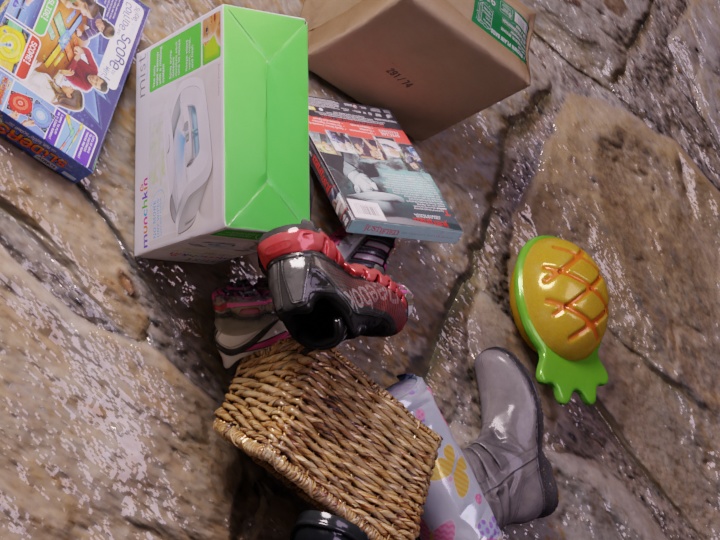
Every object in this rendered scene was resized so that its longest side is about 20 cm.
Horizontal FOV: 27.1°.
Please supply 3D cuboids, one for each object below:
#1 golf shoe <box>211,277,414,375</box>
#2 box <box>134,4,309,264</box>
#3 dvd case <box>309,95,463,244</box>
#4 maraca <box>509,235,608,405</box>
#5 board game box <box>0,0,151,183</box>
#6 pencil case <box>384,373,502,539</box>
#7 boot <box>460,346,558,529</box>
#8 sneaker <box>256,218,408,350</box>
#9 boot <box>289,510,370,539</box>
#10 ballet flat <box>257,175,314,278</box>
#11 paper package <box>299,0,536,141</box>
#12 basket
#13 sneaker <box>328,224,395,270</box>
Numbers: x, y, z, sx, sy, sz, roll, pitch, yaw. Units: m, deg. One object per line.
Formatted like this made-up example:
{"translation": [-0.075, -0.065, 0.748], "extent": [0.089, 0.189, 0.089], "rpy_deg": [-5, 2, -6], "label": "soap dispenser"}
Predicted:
{"translation": [-0.045, 0.051, 1.447], "extent": [0.197, 0.073, 0.093], "rpy_deg": [-5, 105, -9], "label": "golf shoe"}
{"translation": [-0.129, -0.119, 1.376], "extent": [0.096, 0.176, 0.203], "rpy_deg": [5, 80, -36], "label": "box"}
{"translation": [0.009, -0.108, 1.563], "extent": [0.145, 0.022, 0.201], "rpy_deg": [5, 41, -36], "label": "dvd case"}
{"translation": [0.233, 0.056, 1.722], "extent": [0.136, 0.107, 0.203], "rpy_deg": [3, 71, -35], "label": "maraca"}
{"translation": [-0.281, -0.200, 1.387], "extent": [0.135, 0.034, 0.202], "rpy_deg": [35, 53, -30], "label": "board game box"}
{"translation": [0.066, 0.209, 1.515], "extent": [0.083, 0.090, 0.202], "rpy_deg": [-34, 97, -41], "label": "pencil case"}
{"translation": [0.137, 0.185, 1.612], "extent": [0.131, 0.070, 0.202], "rpy_deg": [-8, 75, -40], "label": "boot"}
{"translation": [-0.020, 0.034, 1.325], "extent": [0.200, 0.070, 0.099], "rpy_deg": [33, 44, -52], "label": "sneaker"}
{"translation": [-0.047, 0.327, 1.306], "extent": [0.075, 0.201, 0.169], "rpy_deg": [14, 52, 7], "label": "boot"}
{"translation": [-0.077, -0.073, 1.455], "extent": [0.201, 0.067, 0.069], "rpy_deg": [-103, -177, -48], "label": "ballet flat"}
{"translation": [0.061, -0.254, 1.625], "extent": [0.199, 0.190, 0.105], "rpy_deg": [30, 55, -33], "label": "paper package"}
{"translation": [-0.044, 0.180, 1.381], "extent": [0.200, 0.142, 0.150], "rpy_deg": [41, 46, -27], "label": "basket"}
{"translation": [0.000, 0.000, 1.550], "extent": [0.200, 0.073, 0.088], "rpy_deg": [-42, 103, -39], "label": "sneaker"}
